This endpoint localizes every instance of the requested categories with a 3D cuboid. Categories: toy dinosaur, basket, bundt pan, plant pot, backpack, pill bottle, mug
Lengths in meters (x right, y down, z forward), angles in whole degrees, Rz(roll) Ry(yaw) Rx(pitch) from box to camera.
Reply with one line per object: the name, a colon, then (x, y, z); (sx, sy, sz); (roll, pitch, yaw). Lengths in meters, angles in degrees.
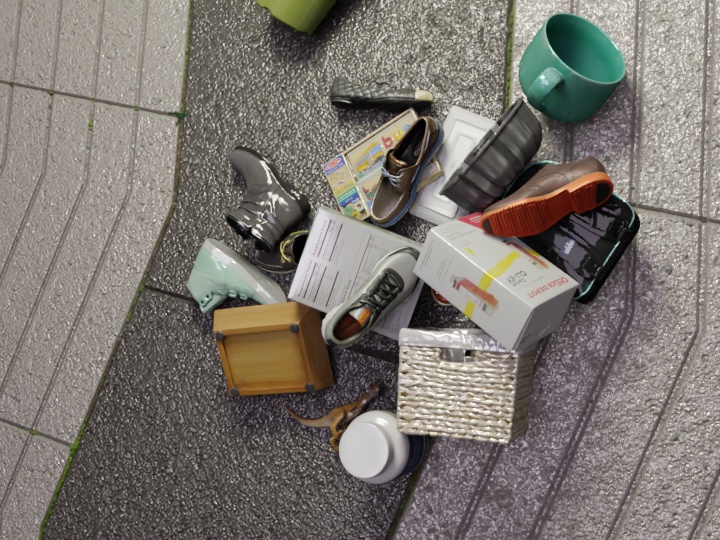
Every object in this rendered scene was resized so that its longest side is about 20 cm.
toy dinosaur: (-0.042, 0.261, 1.494); (0.197, 0.061, 0.108); (-23, 40, 18)
basket: (0.169, 0.174, 1.345); (0.194, 0.200, 0.165); (3, 87, 19)
bundt pan: (0.215, -0.173, 1.359); (0.075, 0.202, 0.203); (40, 98, -2)
plant pot: (-0.096, -0.539, 1.541); (0.199, 0.199, 0.192); (39, 110, 19)
backpack: (0.316, -0.066, 1.342); (0.198, 0.153, 0.178); (34, 99, 19)
pill bottle: (0.036, 0.281, 1.378); (0.109, 0.200, 0.114); (-2, 83, 18)
mug: (0.314, -0.312, 1.360); (0.115, 0.181, 0.155); (-55, 44, 50)

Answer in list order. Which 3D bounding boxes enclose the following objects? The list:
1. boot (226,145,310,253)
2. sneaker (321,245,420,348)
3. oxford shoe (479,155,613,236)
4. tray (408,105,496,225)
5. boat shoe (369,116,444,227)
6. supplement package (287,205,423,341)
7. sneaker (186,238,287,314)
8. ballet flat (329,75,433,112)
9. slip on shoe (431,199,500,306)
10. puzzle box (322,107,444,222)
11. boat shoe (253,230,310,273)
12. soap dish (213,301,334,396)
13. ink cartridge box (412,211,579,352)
boot: (-0.198, -0.131, 1.547); (0.199, 0.070, 0.131); (38, 64, 20)
sneaker: (0.023, 0.047, 1.299); (0.074, 0.079, 0.200); (44, 92, -6)
oxford shoe: (0.266, -0.109, 1.263); (0.196, 0.072, 0.074); (-18, 49, 8)
tray: (0.163, -0.176, 1.479); (0.106, 0.022, 0.204); (24, 92, 19)
boat shoe: (0.065, -0.170, 1.440); (0.071, 0.072, 0.203); (29, 95, 26)
supplement package: (0.000, 0.000, 1.410); (0.196, 0.152, 0.154); (20, 95, -3)
sneaker: (-0.229, 0.045, 1.571); (0.199, 0.074, 0.120); (35, 103, 17)
ballet flat: (0.035, -0.315, 1.517); (0.196, 0.066, 0.058); (8, 81, 19)
slip on shoe: (0.179, -0.032, 1.437); (0.074, 0.061, 0.202); (35, 97, 18)
puzzle box: (0.038, -0.178, 1.509); (0.198, 0.025, 0.135); (-31, 69, 18)
boat shoe: (-0.109, -0.038, 1.539); (0.197, 0.060, 0.074); (-7, 81, 19)
soap dish: (-0.156, 0.141, 1.499); (0.195, 0.081, 0.161); (-6, 108, 17)
ink cartridge box: (0.200, 0.011, 1.264); (0.199, 0.144, 0.085); (40, 126, 26)
